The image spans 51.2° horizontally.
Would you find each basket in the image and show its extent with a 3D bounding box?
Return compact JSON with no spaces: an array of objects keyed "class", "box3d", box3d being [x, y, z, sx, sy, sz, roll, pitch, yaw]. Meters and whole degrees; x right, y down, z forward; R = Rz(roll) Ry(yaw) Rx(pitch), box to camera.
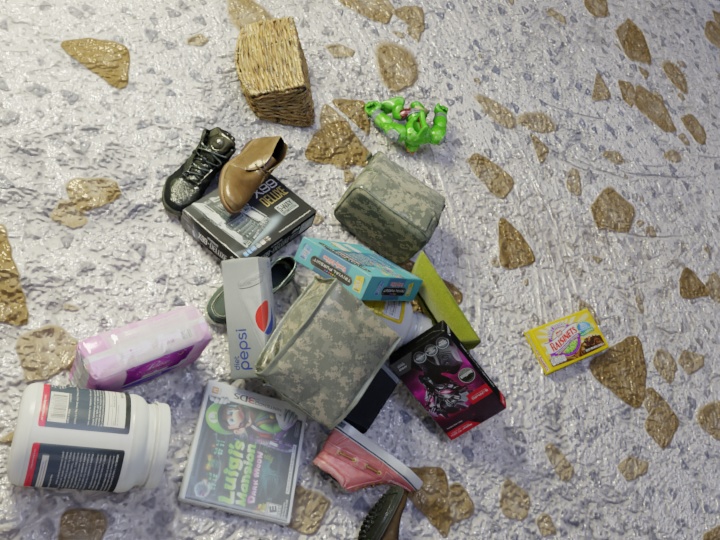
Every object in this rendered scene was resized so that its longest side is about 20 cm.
[{"class":"basket","box3d":[-0.184,-0.410,1.596,0.143,0.149,0.200,-12,66,2]}]

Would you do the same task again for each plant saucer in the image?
[{"class":"plant saucer","box3d":[0.153,0.073,1.457,0.048,0.200,0.200,-31,79,-1]}]

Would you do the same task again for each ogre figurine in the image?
[{"class":"ogre figurine","box3d":[0.115,-0.333,1.698,0.200,0.098,0.120,14,45,-35]}]

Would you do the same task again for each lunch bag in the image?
[{"class":"lunch bag","box3d":[0.070,-0.137,1.532,0.200,0.139,0.168,35,53,-8]},{"class":"lunch bag","box3d":[-0.060,0.137,1.225,0.164,0.118,0.200,42,74,-21]}]

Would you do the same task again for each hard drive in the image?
[{"class":"hard drive","box3d":[-0.036,0.184,1.320,0.200,0.042,0.135,37,78,-10]}]

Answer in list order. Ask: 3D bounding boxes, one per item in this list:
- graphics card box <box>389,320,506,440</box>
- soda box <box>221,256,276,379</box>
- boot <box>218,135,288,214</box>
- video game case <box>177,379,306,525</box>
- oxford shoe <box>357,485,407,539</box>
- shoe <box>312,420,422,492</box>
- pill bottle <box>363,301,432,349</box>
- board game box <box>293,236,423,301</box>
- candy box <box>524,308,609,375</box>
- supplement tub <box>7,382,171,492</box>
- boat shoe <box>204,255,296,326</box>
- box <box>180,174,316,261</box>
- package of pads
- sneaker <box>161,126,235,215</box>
[{"class":"graphics card box","box3d":[0.159,0.202,1.368,0.200,0.125,0.051,52,17,-14]},{"class":"soda box","box3d":[-0.183,0.079,1.259,0.068,0.063,0.200,-5,88,13]},{"class":"boot","box3d":[-0.195,-0.183,1.372,0.074,0.075,0.200,56,39,-33]},{"class":"video game case","box3d":[-0.185,0.294,1.221,0.182,0.023,0.200,20,56,-18]},{"class":"oxford shoe","box3d":[0.039,0.453,1.225,0.084,0.073,0.200,30,68,-15]},{"class":"shoe","box3d":[0.012,0.343,1.280,0.200,0.071,0.091,40,77,-22]},{"class":"pill bottle","box3d":[0.028,0.088,1.400,0.200,0.111,0.111,23,55,-16]},{"class":"board game box","box3d":[0.000,0.000,1.327,0.151,0.047,0.200,30,13,27]},{"class":"candy box","box3d":[0.455,0.154,1.654,0.200,0.026,0.102,-15,68,-35]},{"class":"supplement tub","box3d":[-0.384,0.240,1.067,0.200,0.140,0.141,12,58,-23]},{"class":"boat shoe","box3d":[-0.192,0.029,1.342,0.200,0.062,0.073,-33,83,-38]},{"class":"box","box3d":[-0.205,-0.097,1.395,0.158,0.050,0.200,40,51,13]},{"class":"package of pads","box3d":[-0.342,0.128,1.166,0.200,0.121,0.076,-20,74,-35]},{"class":"sneaker","box3d":[-0.294,-0.193,1.381,0.076,0.114,0.200,35,54,-5]}]
